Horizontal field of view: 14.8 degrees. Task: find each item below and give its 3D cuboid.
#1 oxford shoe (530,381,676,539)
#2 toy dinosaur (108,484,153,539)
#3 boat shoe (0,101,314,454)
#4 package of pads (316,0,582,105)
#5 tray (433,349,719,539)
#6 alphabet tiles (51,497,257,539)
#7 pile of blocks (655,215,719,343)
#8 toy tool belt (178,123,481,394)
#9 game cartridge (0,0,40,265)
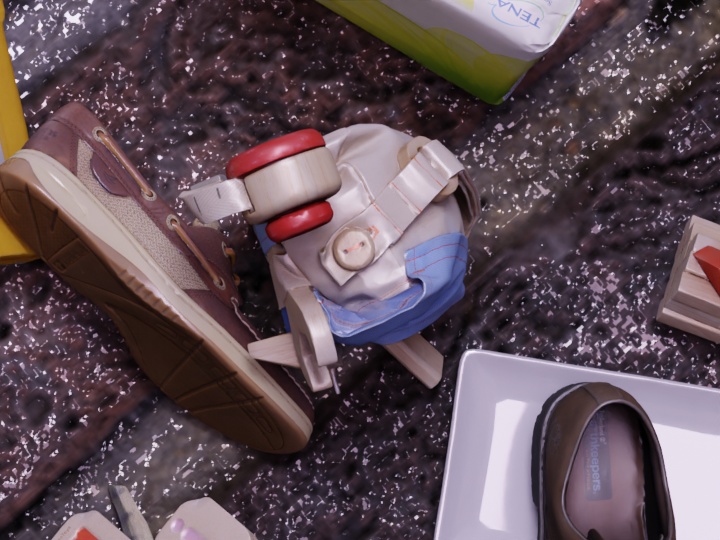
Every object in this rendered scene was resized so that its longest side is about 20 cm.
[{"bbox_3d":[0.117,0.153,1.304,0.072,0.084,0.201,-8,87,-9],"label":"oxford shoe"},{"bbox_3d":[-0.087,0.205,1.318,0.088,0.047,0.201,5,80,1],"label":"toy dinosaur"},{"bbox_3d":[-0.086,0.002,1.321,0.200,0.072,0.072,45,59,-12],"label":"boat shoe"},{"bbox_3d":[0.008,-0.163,1.309,0.199,0.155,0.068,30,82,-3],"label":"package of pads"},{"bbox_3d":[0.138,0.107,1.363,0.199,0.022,0.108,10,82,-5],"label":"tray"},{"bbox_3d":[-0.105,0.205,1.272,0.195,0.015,0.200,35,84,37],"label":"alphabet tiles"},{"bbox_3d":[0.235,0.040,1.346,0.200,0.062,0.082,43,64,7],"label":"pile of blocks"},{"bbox_3d":[0.000,0.000,1.273,0.124,0.200,0.124,-22,87,11],"label":"toy tool belt"},{"bbox_3d":[-0.230,-0.096,1.283,0.176,0.032,0.201,-7,84,-51],"label":"game cartridge"}]
